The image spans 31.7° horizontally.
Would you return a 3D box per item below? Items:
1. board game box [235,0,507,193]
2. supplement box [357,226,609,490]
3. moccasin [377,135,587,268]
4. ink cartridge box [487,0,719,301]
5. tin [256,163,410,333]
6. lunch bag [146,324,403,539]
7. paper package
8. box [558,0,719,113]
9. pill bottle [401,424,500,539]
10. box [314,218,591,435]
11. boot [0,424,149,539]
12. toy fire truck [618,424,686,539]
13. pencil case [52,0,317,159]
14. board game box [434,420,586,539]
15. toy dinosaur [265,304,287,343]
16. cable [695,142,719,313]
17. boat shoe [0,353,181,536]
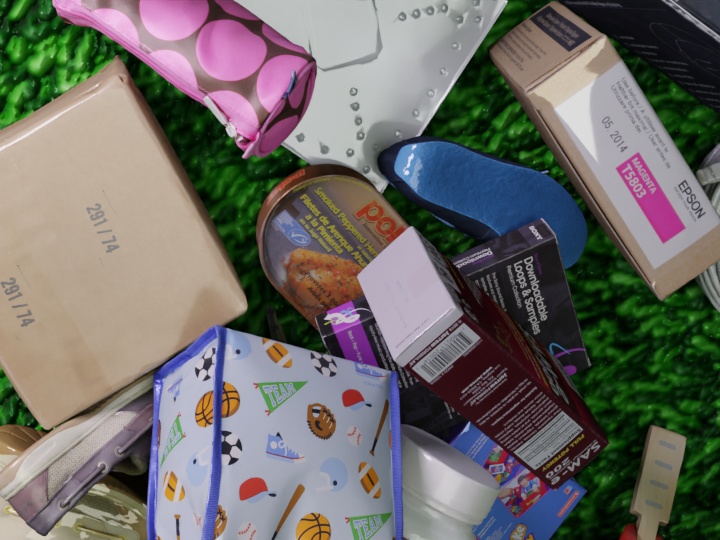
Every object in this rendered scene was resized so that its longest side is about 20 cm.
[{"bbox_3d":[-0.016,-0.189,0.986,0.199,0.026,0.201,33,94,-18],"label":"board game box"},{"bbox_3d":[0.092,0.067,0.941,0.061,0.109,0.200,-41,125,12],"label":"supplement box"},{"bbox_3d":[0.101,-0.063,1.021,0.199,0.068,0.081,29,84,-32],"label":"moccasin"},{"bbox_3d":[0.190,-0.097,0.982,0.075,0.165,0.201,-34,110,7],"label":"ink cartridge box"},{"bbox_3d":[0.000,0.000,1.015,0.112,0.042,0.200,-37,118,10],"label":"tin"},{"bbox_3d":[-0.062,0.165,0.905,0.169,0.124,0.202,14,56,-31],"label":"lunch bag"},{"bbox_3d":[-0.208,-0.021,0.940,0.189,0.103,0.201,-30,109,-3],"label":"paper package"},{"bbox_3d":[0.278,-0.210,0.960,0.195,0.200,0.125,28,94,-19],"label":"box"},{"bbox_3d":[0.022,0.233,1.007,0.113,0.114,0.201,28,95,-18],"label":"pill bottle"},{"bbox_3d":[0.078,0.057,1.019,0.198,0.036,0.144,-22,126,-1],"label":"box"},{"bbox_3d":[-0.227,0.228,1.014,0.199,0.073,0.157,25,99,-21],"label":"boot"},{"bbox_3d":[0.282,0.263,1.135,0.174,0.129,0.202,14,110,-17],"label":"toy fire truck"},{"bbox_3d":[-0.127,-0.164,0.898,0.199,0.091,0.094,34,64,6],"label":"pencil case"},{"bbox_3d":[0.082,0.227,1.103,0.134,0.045,0.201,38,92,-19],"label":"board game box"},{"bbox_3d":[-0.077,0.137,1.018,0.088,0.047,0.202,38,63,-35],"label":"toy dinosaur"},{"bbox_3d":[0.376,-0.037,1.098,0.198,0.069,0.202,-26,109,-7],"label":"cable"},{"bbox_3d":[-0.184,0.127,0.962,0.199,0.072,0.065,-35,92,-40],"label":"boat shoe"}]
